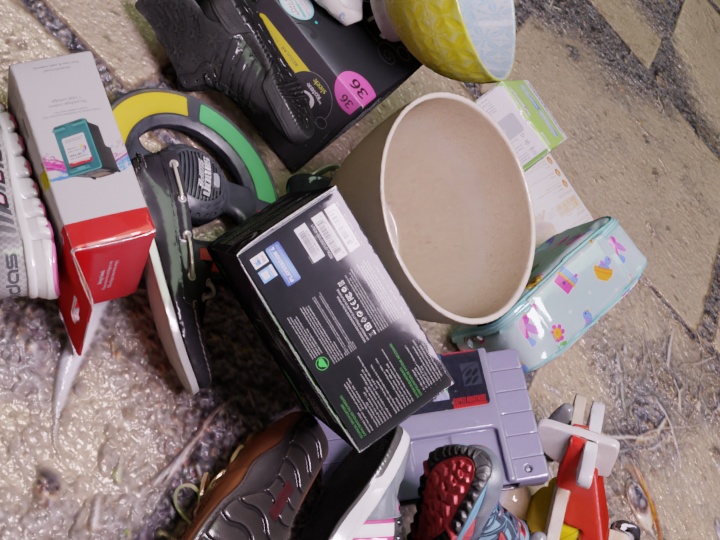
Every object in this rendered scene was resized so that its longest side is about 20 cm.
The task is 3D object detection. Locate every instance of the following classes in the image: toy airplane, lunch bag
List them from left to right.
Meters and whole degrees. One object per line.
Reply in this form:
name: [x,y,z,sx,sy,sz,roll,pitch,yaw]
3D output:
lunch bag: [0.188,0.031,1.120,0.199,0.160,0.077,-39,97,-20]
toy airplane: [0.186,0.217,1.025,0.200,0.140,0.202,18,73,-65]

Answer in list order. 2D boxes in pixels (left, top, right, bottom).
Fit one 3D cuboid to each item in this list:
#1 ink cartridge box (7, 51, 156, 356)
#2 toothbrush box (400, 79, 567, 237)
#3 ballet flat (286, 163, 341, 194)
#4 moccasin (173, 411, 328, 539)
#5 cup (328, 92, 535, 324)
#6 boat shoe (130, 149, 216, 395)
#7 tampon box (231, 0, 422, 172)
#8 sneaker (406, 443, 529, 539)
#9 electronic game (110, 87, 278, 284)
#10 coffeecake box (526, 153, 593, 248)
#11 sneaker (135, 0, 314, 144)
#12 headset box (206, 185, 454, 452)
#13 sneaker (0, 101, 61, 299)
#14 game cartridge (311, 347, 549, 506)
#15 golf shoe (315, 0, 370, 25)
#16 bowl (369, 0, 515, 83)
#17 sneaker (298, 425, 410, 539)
ink cartridge box: [-0.215,-0.050,0.828,0.067,0.116,0.202,-15,73,-25]
toothbrush box: [0.127,-0.123,1.116,0.086,0.145,0.200,54,18,0]
ballet flat: [-0.002,-0.081,1.111,0.199,0.073,0.074,-9,69,-45]
moccasin: [-0.096,0.182,0.831,0.074,0.077,0.202,57,33,-20]
cup: [0.042,-0.044,0.967,0.199,0.142,0.203,11,74,-41]
boat shoe: [-0.149,-0.001,0.876,0.060,0.074,0.202,-17,85,-22]
tampon box: [-0.035,-0.230,1.136,0.150,0.126,0.200,49,40,-4]
sneaker: [0.096,0.207,0.893,0.094,0.201,0.080,-5,48,-16]
electronic game: [-0.156,-0.079,0.976,0.199,0.042,0.202,26,47,-30]
coffeecake box: [0.202,-0.066,1.294,0.153,0.073,0.201,-28,84,-51]
sneaker: [-0.131,-0.195,1.036,0.201,0.104,0.060,62,23,-3]
headset box: [-0.034,0.031,0.858,0.092,0.200,0.175,-33,101,-11]
sneaker: [-0.291,-0.056,0.798,0.087,0.074,0.201,-14,60,-26]
game cartridge: [0.058,0.140,0.953,0.197,0.038,0.131,-8,66,-7]
golf shoe: [-0.006,-0.320,1.093,0.098,0.078,0.201,53,42,-24]
bowl: [0.071,-0.272,1.040,0.200,0.107,0.203,32,54,-59]
sneaker: [0.017,0.236,0.864,0.120,0.083,0.201,38,67,-20]
